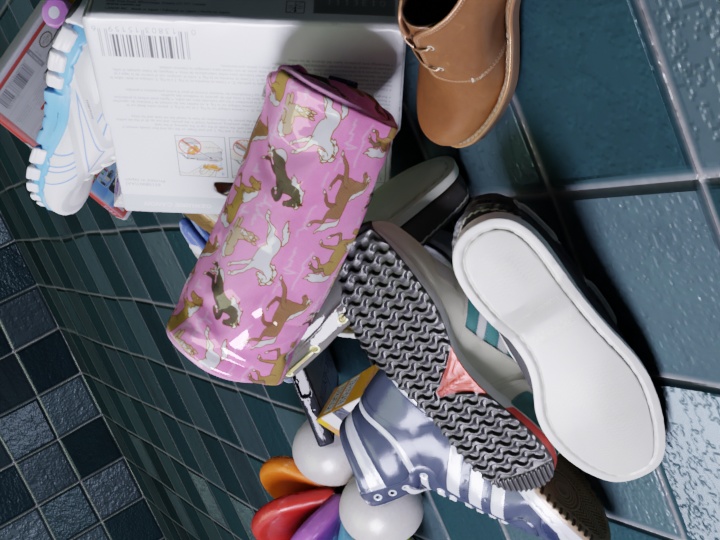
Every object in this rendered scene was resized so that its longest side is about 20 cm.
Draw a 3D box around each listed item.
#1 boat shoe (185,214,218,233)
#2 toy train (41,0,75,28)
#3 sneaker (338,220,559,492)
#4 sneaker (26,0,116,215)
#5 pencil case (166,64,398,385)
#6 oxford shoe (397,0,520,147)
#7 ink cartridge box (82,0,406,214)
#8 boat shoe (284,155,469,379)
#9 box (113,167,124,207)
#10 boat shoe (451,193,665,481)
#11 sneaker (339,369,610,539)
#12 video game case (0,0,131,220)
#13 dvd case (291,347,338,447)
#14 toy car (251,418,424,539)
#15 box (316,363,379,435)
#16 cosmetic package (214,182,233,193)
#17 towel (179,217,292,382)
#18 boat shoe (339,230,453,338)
[{"bbox_3d":[-0.153,-0.089,1.030,0.200,0.069,0.074,43,166,-34],"label":"boat shoe"},{"bbox_3d":[-0.187,-0.193,0.859,0.200,0.056,0.150,59,-164,-24],"label":"toy train"},{"bbox_3d":[0.068,0.044,0.691,0.200,0.093,0.070,51,130,-2],"label":"sneaker"},{"bbox_3d":[-0.192,-0.102,0.789,0.087,0.075,0.200,24,139,-4],"label":"sneaker"},{"bbox_3d":[-0.051,-0.025,0.658,0.200,0.083,0.087,-66,29,15],"label":"pencil case"},{"bbox_3d":[0.048,-0.135,0.581,0.071,0.071,0.200,48,156,25],"label":"oxford shoe"},{"bbox_3d":[-0.072,-0.110,0.717,0.174,0.200,0.044,93,179,-51],"label":"ink cartridge box"},{"bbox_3d":[0.000,0.000,0.732,0.061,0.201,0.072,47,-161,-19],"label":"boat shoe"},{"bbox_3d":[-0.196,-0.155,0.956,0.039,0.041,0.200,152,120,-64],"label":"box"},{"bbox_3d":[0.120,0.041,0.638,0.200,0.074,0.060,51,-159,-16],"label":"boat shoe"},{"bbox_3d":[0.074,0.148,0.750,0.200,0.070,0.109,43,116,2],"label":"sneaker"},{"bbox_3d":[-0.248,-0.157,0.989,0.017,0.143,0.200,18,162,37],"label":"video game case"},{"bbox_3d":[-0.061,0.047,0.992,0.143,0.018,0.200,-89,-19,-70],"label":"dvd case"},{"bbox_3d":[-0.030,0.258,1.084,0.200,0.150,0.175,46,152,33],"label":"toy car"},{"bbox_3d":[0.044,0.127,0.862,0.119,0.042,0.200,34,160,-5],"label":"box"},{"bbox_3d":[-0.103,-0.168,0.794,0.200,0.105,0.071,59,-161,3],"label":"cosmetic package"},{"bbox_3d":[-0.130,0.036,1.150,0.147,0.024,0.200,48,167,27],"label":"towel"},{"bbox_3d":[0.016,0.023,0.801,0.075,0.086,0.202,63,156,-7],"label":"boat shoe"}]
